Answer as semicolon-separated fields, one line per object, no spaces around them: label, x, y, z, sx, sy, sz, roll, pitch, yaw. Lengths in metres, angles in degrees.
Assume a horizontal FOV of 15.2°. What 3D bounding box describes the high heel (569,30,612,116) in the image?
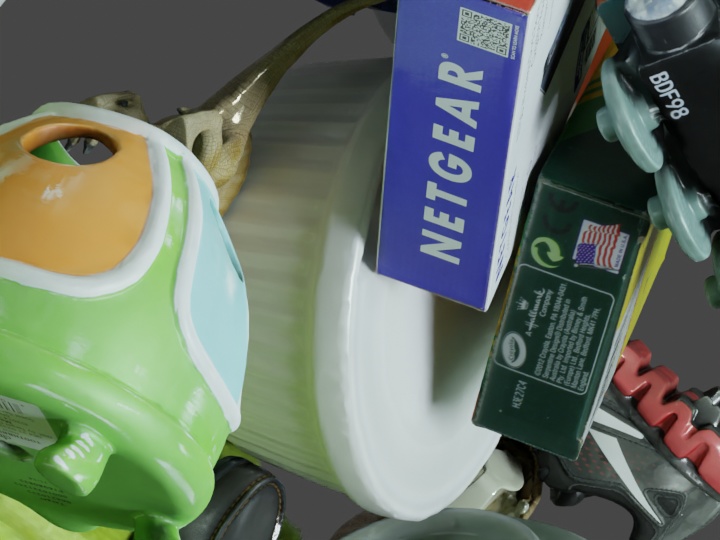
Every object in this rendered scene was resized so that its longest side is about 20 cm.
high heel;0.128;-0.083;1.368;0.096;0.067;0.200;-41;167;-48

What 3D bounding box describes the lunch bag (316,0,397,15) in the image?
lunch bag;0.000;-0.197;1.065;0.200;0.123;0.171;15;84;-76

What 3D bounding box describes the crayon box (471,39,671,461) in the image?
crayon box;0.109;-0.026;1.163;0.200;0.051;0.127;-57;164;-55

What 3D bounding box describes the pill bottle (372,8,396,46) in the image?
pill bottle;0.085;-0.168;1.260;0.200;0.112;0.113;-46;138;-48

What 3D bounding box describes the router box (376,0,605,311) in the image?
router box;0.063;-0.112;1.028;0.200;0.049;0.180;94;18;-59

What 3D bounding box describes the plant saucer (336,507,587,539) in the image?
plant saucer;0.030;0.147;1.143;0.200;0.199;0.050;-43;129;-51

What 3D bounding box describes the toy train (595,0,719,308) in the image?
toy train;0.150;-0.059;1.054;0.200;0.085;0.114;53;24;-39

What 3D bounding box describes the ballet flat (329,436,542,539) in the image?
ballet flat;0.035;0.126;1.298;0.065;0.070;0.200;-49;178;31

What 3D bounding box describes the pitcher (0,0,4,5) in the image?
pitcher;-0.152;-0.154;0.813;0.172;0.121;0.200;66;26;-17

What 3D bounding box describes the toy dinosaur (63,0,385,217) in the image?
toy dinosaur;-0.065;-0.046;1.046;0.200;0.058;0.101;-57;155;11

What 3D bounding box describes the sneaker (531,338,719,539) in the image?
sneaker;0.106;0.060;1.334;0.098;0.200;0.071;-49;168;14

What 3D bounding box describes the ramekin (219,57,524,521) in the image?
ramekin;0.000;0.000;1.166;0.202;0.094;0.203;-32;127;-57

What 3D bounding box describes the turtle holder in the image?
turtle holder;-0.092;0.027;0.931;0.185;0.141;0.132;40;62;-43

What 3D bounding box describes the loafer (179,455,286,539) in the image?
loafer;-0.069;0.166;1.106;0.200;0.072;0.073;-65;149;-30
